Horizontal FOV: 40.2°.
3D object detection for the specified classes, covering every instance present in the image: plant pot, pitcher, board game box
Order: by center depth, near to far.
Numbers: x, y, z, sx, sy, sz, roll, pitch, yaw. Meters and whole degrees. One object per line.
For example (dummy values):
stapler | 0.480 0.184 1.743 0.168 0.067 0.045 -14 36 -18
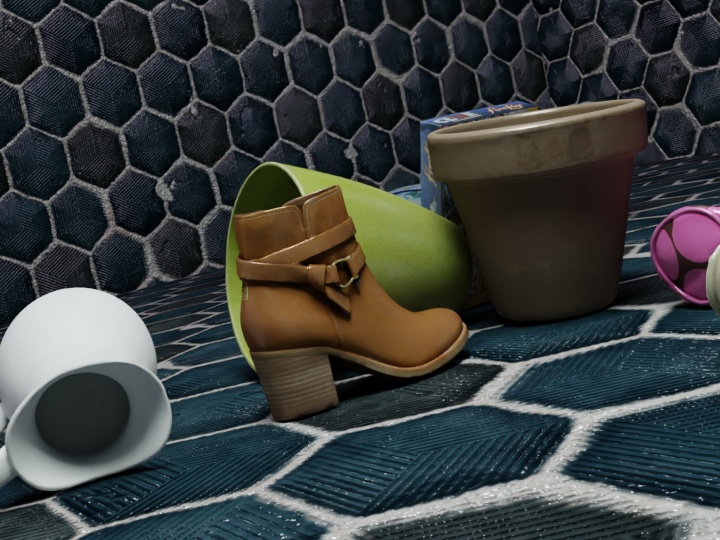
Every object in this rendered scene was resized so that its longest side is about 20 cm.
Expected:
pitcher | -0.230 0.095 0.726 0.169 0.123 0.200 -24 19 -11
plant pot | 0.168 -0.053 0.890 0.197 0.178 0.200 -10 9 2
plant pot | 0.000 0.000 0.920 0.197 0.191 0.186 0 -2 -32
board game box | 0.124 -0.065 1.027 0.134 0.203 0.034 -16 25 -33

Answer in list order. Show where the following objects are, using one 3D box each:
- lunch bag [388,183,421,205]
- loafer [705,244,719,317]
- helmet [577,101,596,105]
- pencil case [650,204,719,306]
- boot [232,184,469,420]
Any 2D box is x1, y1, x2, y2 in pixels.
lunch bag | 0.144 -0.146 2.302 0.197 0.129 0.170 -22 3 10
loafer | 0.282 0.006 0.625 0.197 0.077 0.068 -5 -1 -32
helmet | 0.338 -0.159 1.595 0.197 0.193 0.200 19 -11 4
pencil case | 0.335 -0.033 0.812 0.198 0.091 0.094 -19 -27 -35
boot | -0.007 0.012 0.763 0.197 0.158 0.076 -15 5 -28
